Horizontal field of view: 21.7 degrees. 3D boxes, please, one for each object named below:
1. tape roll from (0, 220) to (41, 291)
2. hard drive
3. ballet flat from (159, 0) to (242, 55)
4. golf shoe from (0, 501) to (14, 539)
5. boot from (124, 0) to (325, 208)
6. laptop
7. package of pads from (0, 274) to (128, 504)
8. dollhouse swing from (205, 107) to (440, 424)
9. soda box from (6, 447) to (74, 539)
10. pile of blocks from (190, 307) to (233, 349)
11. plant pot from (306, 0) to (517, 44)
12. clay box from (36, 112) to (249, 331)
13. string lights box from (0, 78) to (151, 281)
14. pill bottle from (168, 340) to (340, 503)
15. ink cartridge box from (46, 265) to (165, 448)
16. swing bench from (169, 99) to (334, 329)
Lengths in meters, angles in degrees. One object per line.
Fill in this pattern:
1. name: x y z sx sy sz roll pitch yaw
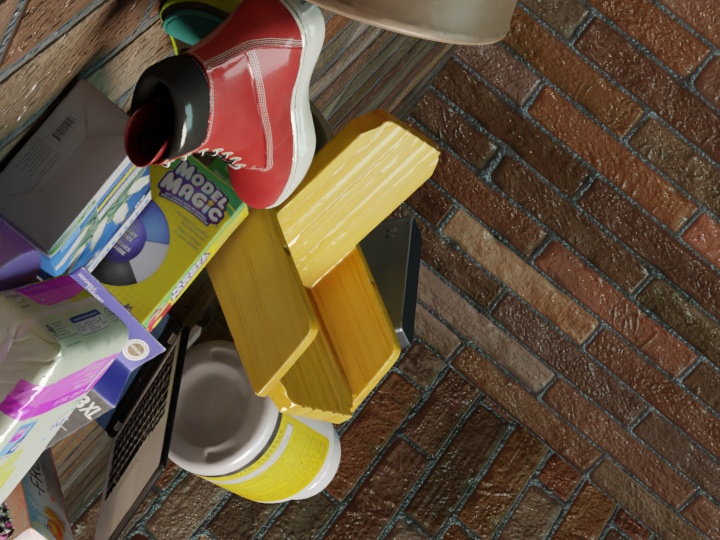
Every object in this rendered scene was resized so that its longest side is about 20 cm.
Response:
1. tape roll: -0.279 0.047 1.122 0.200 0.066 0.200 -50 178 -3
2. hard drive: -0.046 0.026 1.703 0.199 0.033 0.140 -11 -136 18
3. ballet flat: -0.101 -0.174 1.312 0.200 0.066 0.067 106 1 -77
4. golf shoe: -0.327 0.167 1.275 0.092 0.073 0.199 -42 144 24
5. boot: -0.098 -0.086 1.226 0.144 0.072 0.200 -39 157 -28
6. laptop: -0.220 0.099 1.493 0.187 0.115 0.201 126 -24 -49
7. package of pads: -0.235 0.097 1.137 0.200 0.068 0.154 -51 177 8
8. dollhouse swing: 0.000 0.000 1.511 0.175 0.183 0.200 -27 163 15
9. soda box: -0.290 0.177 1.539 0.068 0.064 0.200 -37 -142 8
10. pile of blocks: -0.078 0.024 1.641 0.200 0.062 0.082 -55 -176 -25
11. plant pot: 0.030 -0.260 1.193 0.200 0.199 0.176 -46 157 -69
12. clay box: -0.173 -0.028 1.413 0.200 0.115 0.048 -52 173 -10
13. string lights box: -0.197 -0.051 1.284 0.103 0.059 0.200 -51 178 -11
14. pill bottle: -0.088 0.136 1.591 0.111 0.111 0.200 -51 153 -1
15. ink cartridge box: -0.242 0.084 1.312 0.199 0.095 0.037 -33 -147 14
16. swing bench: -0.129 -0.060 1.636 0.199 0.130 0.200 -53 178 24
